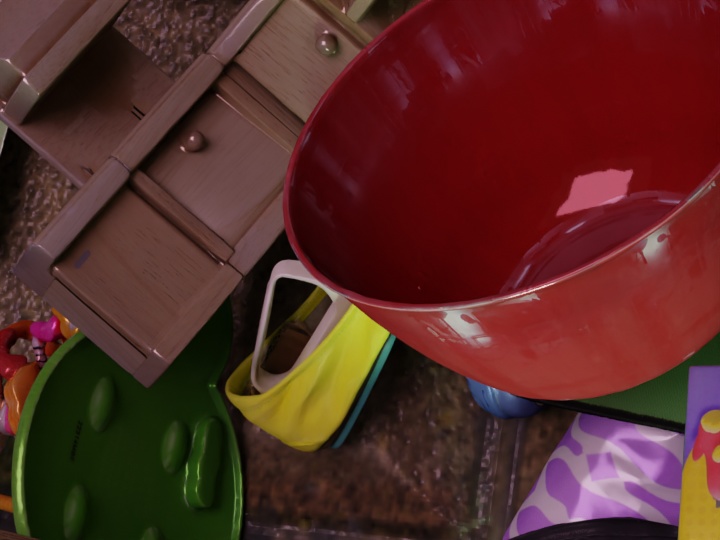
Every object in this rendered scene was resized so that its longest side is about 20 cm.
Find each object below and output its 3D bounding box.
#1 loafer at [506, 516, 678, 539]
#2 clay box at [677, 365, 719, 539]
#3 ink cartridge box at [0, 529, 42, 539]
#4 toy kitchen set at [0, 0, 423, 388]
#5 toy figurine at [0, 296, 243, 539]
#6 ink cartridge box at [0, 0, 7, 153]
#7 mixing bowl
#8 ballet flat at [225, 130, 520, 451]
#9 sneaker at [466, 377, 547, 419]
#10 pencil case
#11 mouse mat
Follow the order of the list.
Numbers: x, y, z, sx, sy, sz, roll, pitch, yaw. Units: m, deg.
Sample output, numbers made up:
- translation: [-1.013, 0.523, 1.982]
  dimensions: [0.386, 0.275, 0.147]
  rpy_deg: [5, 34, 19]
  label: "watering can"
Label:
- translation: [0.133, 0.138, 1.003]
  dimensions: [0.199, 0.070, 0.068]
  rpy_deg: [3, 106, -7]
  label: "loafer"
- translation: [0.172, 0.135, 0.933]
  dimensions: [0.114, 0.048, 0.201]
  rpy_deg: [-1, 69, 20]
  label: "clay box"
- translation: [-0.122, 0.198, 1.035]
  dimensions: [0.199, 0.075, 0.166]
  rpy_deg: [9, 93, 28]
  label: "ink cartridge box"
- translation: [-0.071, -0.096, 1.093]
  dimensions: [0.163, 0.180, 0.200]
  rpy_deg: [40, 63, -3]
  label: "toy kitchen set"
- translation: [-0.166, 0.082, 1.209]
  dimensions: [0.183, 0.150, 0.201]
  rpy_deg: [-7, 62, 37]
  label: "toy figurine"
- translation: [-0.228, -0.118, 1.315]
  dimensions: [0.145, 0.048, 0.201]
  rpy_deg: [10, 81, 42]
  label: "ink cartridge box"
- translation: [0.082, -0.025, 0.990]
  dimensions: [0.199, 0.109, 0.201]
  rpy_deg: [-19, 40, 17]
  label: "mixing bowl"
- translation: [0.000, 0.000, 1.124]
  dimensions: [0.200, 0.067, 0.067]
  rpy_deg: [-58, 16, 33]
  label: "ballet flat"
- translation: [0.114, -0.021, 1.104]
  dimensions: [0.088, 0.075, 0.201]
  rpy_deg: [25, 91, 30]
  label: "sneaker"
- translation: [0.117, 0.095, 1.074]
  dimensions: [0.085, 0.084, 0.201]
  rpy_deg: [32, 96, -6]
  label: "pencil case"
- translation: [0.150, -0.029, 1.041]
  dimensions: [0.160, 0.008, 0.201]
  rpy_deg: [11, 76, 31]
  label: "mouse mat"
